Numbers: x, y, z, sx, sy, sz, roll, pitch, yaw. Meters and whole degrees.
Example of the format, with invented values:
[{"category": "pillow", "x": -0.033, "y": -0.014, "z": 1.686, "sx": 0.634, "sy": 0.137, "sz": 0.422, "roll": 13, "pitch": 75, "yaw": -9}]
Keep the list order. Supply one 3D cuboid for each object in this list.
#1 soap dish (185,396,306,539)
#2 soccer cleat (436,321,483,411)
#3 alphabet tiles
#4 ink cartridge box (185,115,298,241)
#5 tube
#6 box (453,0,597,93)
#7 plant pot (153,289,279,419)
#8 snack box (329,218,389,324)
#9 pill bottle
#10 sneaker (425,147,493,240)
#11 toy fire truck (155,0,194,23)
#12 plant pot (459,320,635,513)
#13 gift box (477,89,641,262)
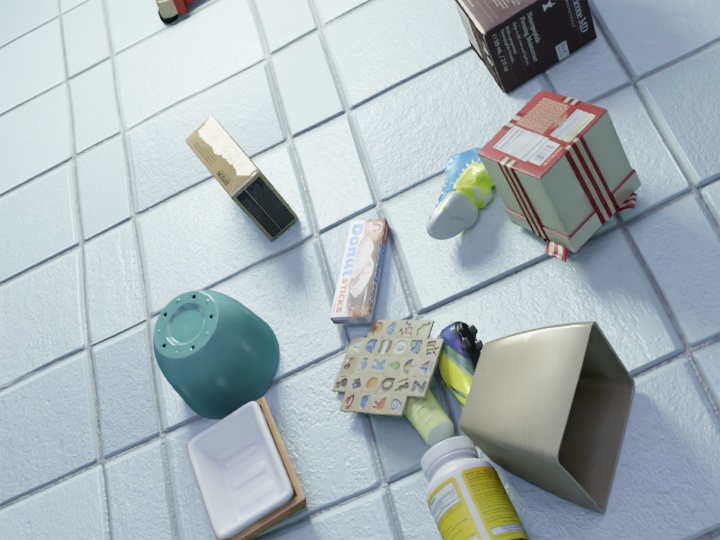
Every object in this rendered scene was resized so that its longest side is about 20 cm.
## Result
[{"category": "soap dish", "x": -0.180, "y": 0.326, "z": 1.575, "sx": 0.156, "sy": 0.081, "sz": 0.202, "roll": -32, "pitch": 52, "yaw": 4}, {"category": "soccer cleat", "x": 0.164, "y": 0.177, "z": 1.531, "sx": 0.083, "sy": 0.064, "sz": 0.203, "roll": -39, "pitch": 50, "yaw": 37}, {"category": "alphabet tiles", "x": 0.042, "y": 0.154, "z": 1.587, "sx": 0.197, "sy": 0.006, "sz": 0.169, "roll": -3, "pitch": 56, "yaw": 43}, {"category": "ink cartridge box", "x": -0.221, "y": -0.171, "z": 1.844, "sx": 0.075, "sy": 0.165, "sz": 0.200, "roll": -41, "pitch": 52, "yaw": -1}, {"category": "tube", "x": 0.076, "y": 0.191, "z": 1.561, "sx": 0.057, "sy": 0.053, "sz": 0.201, "roll": -11, "pitch": 41, "yaw": -25}, {"category": "box", "x": 0.291, "y": -0.469, "z": 1.786, "sx": 0.198, "sy": 0.166, "sz": 0.166, "roll": -30, "pitch": 52, "yaw": 5}, {"category": "plant pot", "x": -0.259, "y": 0.127, "z": 1.684, "sx": 0.197, "sy": 0.161, "sz": 0.204, "roll": -11, "pitch": 56, "yaw": 17}, {"category": "snack box", "x": 0.000, "y": 0.000, "z": 1.719, "sx": 0.071, "sy": 0.024, "sz": 0.203, "roll": -4, "pitch": 56, "yaw": 24}, {"category": "pill bottle", "x": 0.159, "y": 0.341, "z": 1.388, "sx": 0.111, "sy": 0.113, "sz": 0.202, "roll": -29, "pitch": 53, "yaw": 6}, {"category": "sneaker", "x": 0.170, "y": -0.138, "z": 1.710, "sx": 0.199, "sy": 0.076, "sz": 0.105, "roll": -42, "pitch": 40, "yaw": -13}, {"category": "toy fire truck", "x": -0.398, "y": -0.696, "z": 2.287, "sx": 0.196, "sy": 0.130, "sz": 0.178, "roll": -18, "pitch": 53, "yaw": -1}, {"category": "plant pot", "x": 0.256, "y": 0.198, "z": 1.392, "sx": 0.174, "sy": 0.200, "sz": 0.203, "roll": 3, "pitch": 62, "yaw": 37}, {"category": "gift box", "x": 0.320, "y": -0.142, "z": 1.558, "sx": 0.184, "sy": 0.188, "sz": 0.200, "roll": -41, "pitch": 37, "yaw": -6}]
